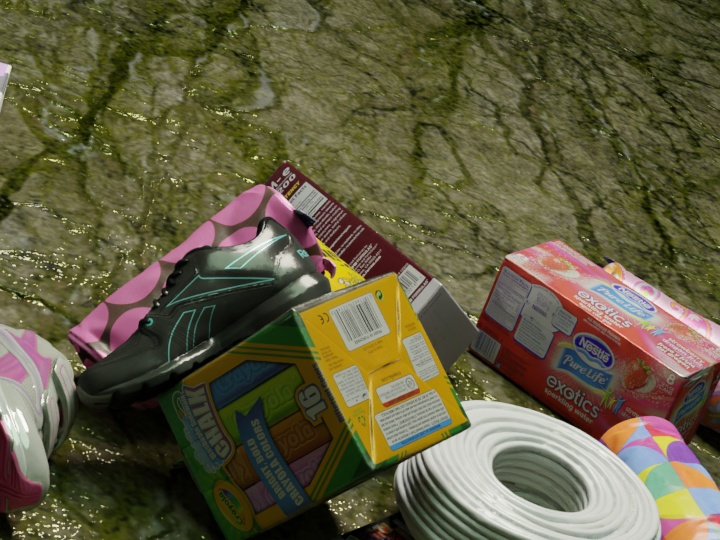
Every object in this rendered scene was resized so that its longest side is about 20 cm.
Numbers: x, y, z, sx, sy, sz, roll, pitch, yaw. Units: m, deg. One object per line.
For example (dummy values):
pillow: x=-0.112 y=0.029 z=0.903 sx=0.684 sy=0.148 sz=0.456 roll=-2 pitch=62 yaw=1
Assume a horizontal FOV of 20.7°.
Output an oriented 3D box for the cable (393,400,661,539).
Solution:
cable: x=0.122 y=0.172 z=1.441 sx=0.199 sy=0.070 sz=0.200 roll=28 pitch=27 yaw=12

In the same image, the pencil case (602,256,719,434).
pencil case: x=0.283 y=0.072 z=1.784 sx=0.199 sy=0.088 sz=0.087 roll=34 pitch=29 yaw=26

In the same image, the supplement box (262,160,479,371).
supplement box: x=0.000 y=0.000 z=1.681 sx=0.200 sy=0.061 sz=0.109 roll=40 pitch=-5 yaw=32

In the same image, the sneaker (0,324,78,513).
sneaker: x=-0.233 y=0.093 z=1.364 sx=0.088 sy=0.082 sz=0.200 roll=6 pitch=31 yaw=-24

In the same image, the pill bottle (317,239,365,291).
pill bottle: x=-0.030 y=0.051 z=1.557 sx=0.112 sy=0.113 sz=0.200 roll=-8 pitch=38 yaw=-44

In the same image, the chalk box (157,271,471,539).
chalk box: x=-0.048 y=0.107 z=1.390 sx=0.124 sy=0.200 sz=0.125 roll=-20 pitch=80 yaw=-50

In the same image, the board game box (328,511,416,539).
board game box: x=0.072 y=0.209 z=1.440 sx=0.105 sy=0.024 sz=0.199 roll=39 pitch=31 yaw=27

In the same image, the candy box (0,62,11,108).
candy box: x=-0.317 y=-0.039 z=1.415 sx=0.071 sy=0.201 sz=0.168 roll=16 pitch=27 yaw=-9

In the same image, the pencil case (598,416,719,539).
pencil case: x=0.243 y=0.198 z=1.517 sx=0.088 sy=0.089 sz=0.200 roll=11 pitch=28 yaw=-20

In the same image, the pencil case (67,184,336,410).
pencil case: x=-0.118 y=0.023 z=1.481 sx=0.094 sy=0.200 sz=0.091 roll=50 pitch=-11 yaw=8

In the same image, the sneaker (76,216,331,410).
sneaker: x=-0.120 y=0.033 z=1.407 sx=0.199 sy=0.075 sz=0.080 roll=-28 pitch=86 yaw=-21

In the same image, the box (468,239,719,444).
box: x=0.206 y=0.070 z=1.711 sx=0.199 sy=0.100 sz=0.095 roll=35 pitch=30 yaw=27
